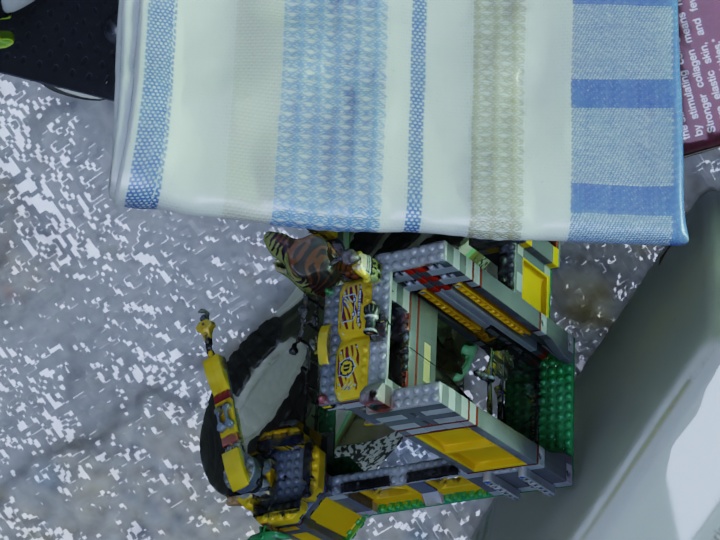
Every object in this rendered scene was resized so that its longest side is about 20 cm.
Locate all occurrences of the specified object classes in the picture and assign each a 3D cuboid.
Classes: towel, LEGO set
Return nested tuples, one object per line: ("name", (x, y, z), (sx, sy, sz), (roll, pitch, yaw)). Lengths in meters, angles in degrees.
("towel", (0.014, -0.082, 0.780), (0.198, 0.024, 0.148), (4, 68, -6))
("LEGO set", (0.000, 0.000, 0.832), (0.153, 0.116, 0.202), (-2, 68, 33))

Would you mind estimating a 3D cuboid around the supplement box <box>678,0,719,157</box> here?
("supplement box", (0.173, -0.121, 0.863), (0.198, 0.086, 0.111), (-15, 104, 11))

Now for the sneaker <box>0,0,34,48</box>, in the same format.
("sneaker", (-0.174, -0.160, 0.793), (0.083, 0.072, 0.200), (-35, 111, 9))

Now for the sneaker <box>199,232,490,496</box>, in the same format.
("sneaker", (0.021, 0.021, 0.949), (0.200, 0.077, 0.088), (-49, 133, 9))

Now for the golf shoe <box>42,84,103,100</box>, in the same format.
("golf shoe", (-0.049, -0.110, 0.892), (0.198, 0.095, 0.078), (-16, 105, 13))

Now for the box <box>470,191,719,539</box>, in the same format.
("box", (0.151, 0.112, 0.877), (0.171, 0.199, 0.201), (32, 108, -3))

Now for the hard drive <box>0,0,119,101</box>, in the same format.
("hard drive", (-0.088, -0.166, 0.863), (0.134, 0.042, 0.202), (15, 96, 38))
